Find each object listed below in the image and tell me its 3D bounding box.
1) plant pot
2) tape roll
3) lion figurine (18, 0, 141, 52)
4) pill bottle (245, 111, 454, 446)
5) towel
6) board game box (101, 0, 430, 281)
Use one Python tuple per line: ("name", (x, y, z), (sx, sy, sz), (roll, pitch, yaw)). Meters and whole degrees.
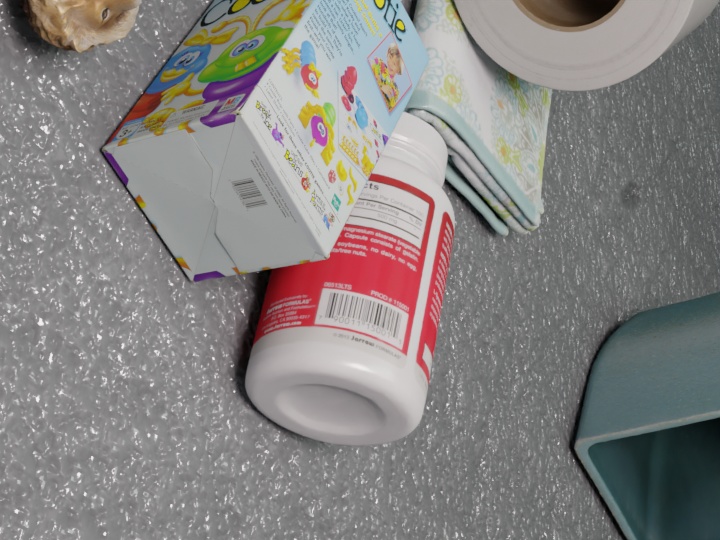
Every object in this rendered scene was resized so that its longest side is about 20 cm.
("plant pot", (0.332, 0.133, 1.296), (0.196, 0.195, 0.201), (56, 30, -33))
("tape roll", (0.183, -0.254, 1.057), (0.139, 0.202, 0.204), (-35, 112, -56))
("lion figurine", (-0.165, -0.216, 0.711), (0.122, 0.072, 0.201), (-37, 100, -47))
("pill bottle", (0.000, 0.000, 0.861), (0.112, 0.112, 0.201), (45, 46, -43))
("towel", (0.098, -0.144, 1.120), (0.200, 0.048, 0.172), (44, 44, -44))
("board game box", (-0.050, -0.103, 0.816), (0.105, 0.102, 0.201), (59, 38, -30))
